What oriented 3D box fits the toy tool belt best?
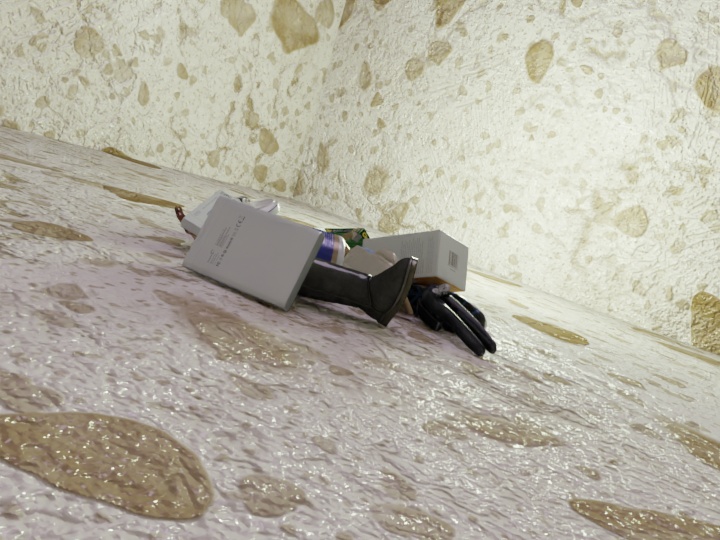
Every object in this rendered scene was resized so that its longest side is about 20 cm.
[{"bbox_3d":[0.019,0.018,1.184,0.199,0.125,0.123,30,-16,48],"label":"toy tool belt"}]

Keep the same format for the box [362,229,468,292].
[{"bbox_3d":[0.112,-0.013,1.275,0.197,0.100,0.123,-4,-18,39],"label":"box"}]

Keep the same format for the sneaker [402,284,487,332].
[{"bbox_3d":[0.174,0.072,1.201,0.076,0.077,0.198,4,16,-46],"label":"sneaker"}]

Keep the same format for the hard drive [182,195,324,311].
[{"bbox_3d":[-0.170,-0.031,0.952,0.197,0.134,0.027,20,-16,21],"label":"hard drive"}]

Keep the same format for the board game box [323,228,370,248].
[{"bbox_3d":[-0.033,-0.057,1.467,0.198,0.023,0.106,6,-47,51],"label":"board game box"}]

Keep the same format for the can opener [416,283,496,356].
[{"bbox_3d":[0.177,0.089,1.097,0.062,0.080,0.200,-18,37,-28],"label":"can opener"}]

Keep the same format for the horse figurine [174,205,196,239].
[{"bbox_3d":[-0.286,-0.068,1.223,0.198,0.051,0.132,20,13,-41],"label":"horse figurine"}]

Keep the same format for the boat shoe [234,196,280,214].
[{"bbox_3d":[-0.275,-0.138,1.388,0.197,0.067,0.072,-23,30,-27],"label":"boat shoe"}]

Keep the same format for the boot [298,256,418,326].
[{"bbox_3d":[-0.022,0.008,0.972,0.197,0.183,0.073,26,47,-3],"label":"boot"}]

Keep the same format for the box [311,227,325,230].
[{"bbox_3d":[-0.093,-0.042,1.347,0.111,0.034,0.200,56,12,3],"label":"box"}]

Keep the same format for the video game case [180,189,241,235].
[{"bbox_3d":[-0.241,-0.082,1.205,0.180,0.024,0.201,31,23,-5],"label":"video game case"}]

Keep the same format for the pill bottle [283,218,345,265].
[{"bbox_3d":[-0.134,-0.030,1.079,0.196,0.118,0.116,15,8,-12],"label":"pill bottle"}]
